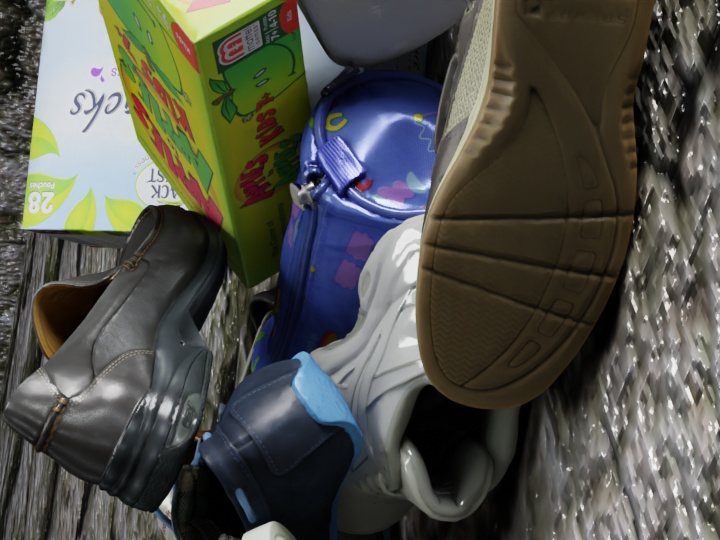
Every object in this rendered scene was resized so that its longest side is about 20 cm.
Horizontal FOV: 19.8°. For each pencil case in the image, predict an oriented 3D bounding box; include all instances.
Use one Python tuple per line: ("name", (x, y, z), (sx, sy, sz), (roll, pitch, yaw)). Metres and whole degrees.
("pencil case", (0.000, 0.000, 0.895), (0.200, 0.087, 0.078), (107, 143, -53))

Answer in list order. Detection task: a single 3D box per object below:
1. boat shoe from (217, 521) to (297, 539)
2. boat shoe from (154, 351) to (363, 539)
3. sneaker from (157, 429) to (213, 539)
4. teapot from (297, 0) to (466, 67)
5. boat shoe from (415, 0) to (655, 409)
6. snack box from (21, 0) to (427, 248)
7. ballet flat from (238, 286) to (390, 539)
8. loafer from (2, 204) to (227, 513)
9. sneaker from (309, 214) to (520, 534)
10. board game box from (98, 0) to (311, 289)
("boat shoe", (-0.030, 0.164, 0.845), (0.202, 0.060, 0.072), (61, -173, -57))
("boat shoe", (-0.053, 0.092, 0.859), (0.084, 0.068, 0.200), (51, 157, 22))
("sneaker", (-0.070, 0.165, 1.129), (0.200, 0.084, 0.073), (-104, 26, -52))
("teapot", (0.010, -0.193, 0.851), (0.201, 0.146, 0.197), (60, -179, 7))
("boat shoe", (0.064, -0.051, 0.732), (0.065, 0.073, 0.201), (-92, 15, -74))
("snack box", (-0.067, -0.095, 1.031), (0.199, 0.068, 0.170), (3, 84, 32))
("ballet flat", (-0.029, 0.086, 1.027), (0.201, 0.068, 0.068), (-98, 20, -45))
("loafer", (-0.102, 0.020, 0.865), (0.200, 0.072, 0.073), (-95, 30, -65))
("sneaker", (0.018, 0.067, 0.838), (0.200, 0.078, 0.100), (112, 155, -51))
("board game box", (-0.066, -0.085, 0.879), (0.102, 0.048, 0.200), (52, 165, 24))
